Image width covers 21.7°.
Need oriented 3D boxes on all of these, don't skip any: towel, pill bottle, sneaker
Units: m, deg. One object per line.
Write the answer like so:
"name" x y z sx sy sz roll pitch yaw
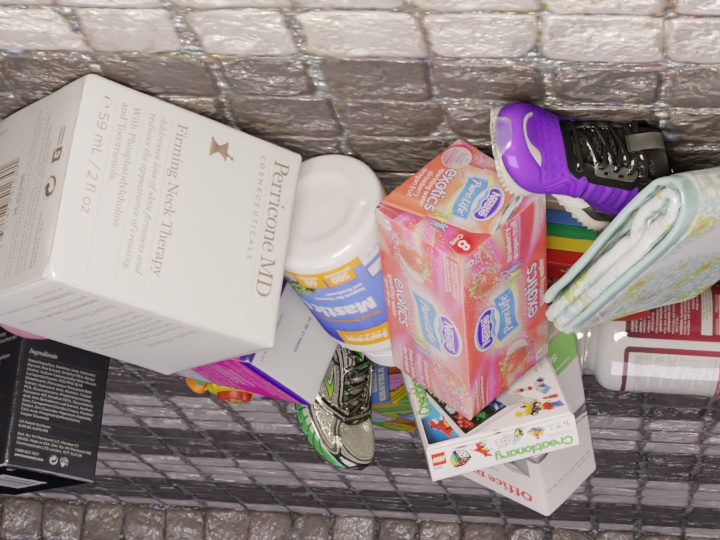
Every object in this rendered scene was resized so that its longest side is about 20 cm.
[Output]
"towel" 0.251 -0.025 1.465 0.171 0.048 0.200 -15 159 -36
"pill bottle" 0.287 0.064 1.826 0.199 0.110 0.110 3 165 5
"pill bottle" 0.000 0.000 1.587 0.112 0.113 0.200 -2 148 24
"sneaker" -0.020 0.103 1.890 0.085 0.201 0.078 -14 178 44
"sneaker" 0.176 -0.088 1.399 0.099 0.070 0.200 -14 161 32

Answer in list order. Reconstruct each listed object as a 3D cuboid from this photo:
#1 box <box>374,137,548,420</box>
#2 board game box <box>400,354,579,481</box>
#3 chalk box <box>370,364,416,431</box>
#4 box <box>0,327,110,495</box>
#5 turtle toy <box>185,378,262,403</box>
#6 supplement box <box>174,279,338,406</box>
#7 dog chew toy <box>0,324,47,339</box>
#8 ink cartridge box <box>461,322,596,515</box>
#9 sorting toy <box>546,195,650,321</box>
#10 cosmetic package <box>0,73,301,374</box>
"box" 0.084 0.010 1.505 0.095 0.103 0.201 35 150 31
"board game box" 0.104 0.102 1.613 0.126 0.035 0.200 -14 -154 0
"chalk box" 0.045 0.098 1.990 0.199 0.125 0.125 -10 159 41
"box" -0.382 0.142 2.124 0.117 0.201 0.196 16 162 -34
"turtle toy" -0.114 0.097 2.069 0.199 0.102 0.146 6 165 -16
"supplement box" -0.121 0.046 1.721 0.199 0.102 0.103 10 160 43
"dog chew toy" -0.251 -0.007 1.714 0.199 0.125 0.124 -10 160 21
"ink cartridge box" 0.137 0.120 1.804 0.145 0.084 0.201 23 141 38
"sorting toy" 0.199 -0.010 1.656 0.198 0.070 0.200 7 164 -11
"cosmetic package" -0.181 -0.031 1.480 0.199 0.168 0.166 19 159 -32
